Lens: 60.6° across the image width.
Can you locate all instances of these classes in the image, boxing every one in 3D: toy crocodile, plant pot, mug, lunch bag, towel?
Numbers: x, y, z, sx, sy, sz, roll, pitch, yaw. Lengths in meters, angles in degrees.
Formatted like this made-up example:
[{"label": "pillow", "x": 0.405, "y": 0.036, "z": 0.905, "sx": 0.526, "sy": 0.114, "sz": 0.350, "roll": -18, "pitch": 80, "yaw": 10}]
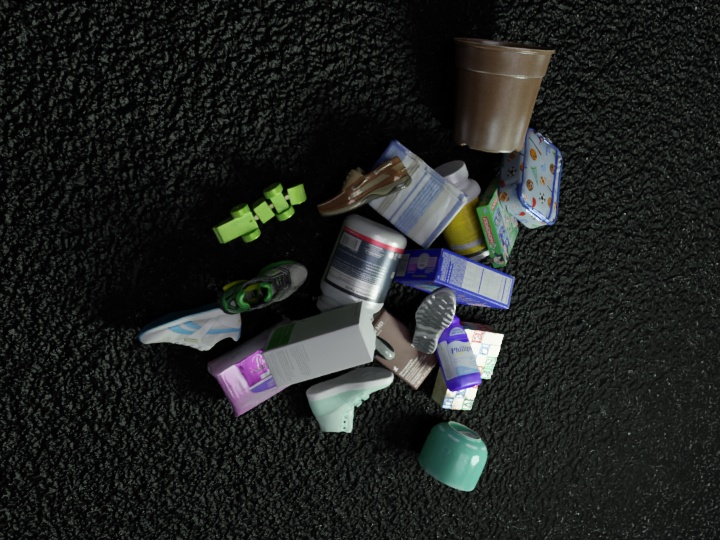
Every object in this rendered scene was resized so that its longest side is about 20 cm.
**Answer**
[{"label": "toy crocodile", "x": -0.195, "y": -0.116, "z": 1.204, "sx": 0.198, "sy": 0.062, "sz": 0.068, "roll": -32, "pitch": 115, "yaw": -4}, {"label": "plant pot", "x": 0.273, "y": -0.353, "z": 1.245, "sx": 0.197, "sy": 0.200, "sz": 0.201, "roll": -4, "pitch": 115, "yaw": -20}, {"label": "mug", "x": 0.229, "y": 0.435, "z": 1.500, "sx": 0.150, "sy": 0.185, "sz": 0.116, "roll": 23, "pitch": 96, "yaw": -1}, {"label": "lunch bag", "x": 0.378, "y": -0.203, "z": 1.346, "sx": 0.159, "sy": 0.075, "sz": 0.203, "roll": 27, "pitch": 67, "yaw": -32}, {"label": "towel", "x": 0.105, "y": -0.154, "z": 1.265, "sx": 0.199, "sy": 0.024, "sz": 0.147, "roll": 37, "pitch": 114, "yaw": -2}]

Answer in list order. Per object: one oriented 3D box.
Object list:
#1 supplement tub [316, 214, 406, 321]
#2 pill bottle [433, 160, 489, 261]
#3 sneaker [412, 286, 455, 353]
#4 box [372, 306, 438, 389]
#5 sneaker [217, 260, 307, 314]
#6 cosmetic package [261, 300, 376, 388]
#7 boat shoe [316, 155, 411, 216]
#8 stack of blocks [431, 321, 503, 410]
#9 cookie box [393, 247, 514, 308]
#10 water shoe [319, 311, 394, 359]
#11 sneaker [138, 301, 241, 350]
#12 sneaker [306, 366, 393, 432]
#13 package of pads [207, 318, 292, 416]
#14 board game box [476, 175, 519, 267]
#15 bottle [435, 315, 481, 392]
[{"label": "supplement tub", "x": 0.000, "y": 0.000, "z": 1.266, "sx": 0.139, "sy": 0.140, "sz": 0.203, "roll": 18, "pitch": 100, "yaw": -25}, {"label": "pill bottle", "x": 0.216, "y": -0.127, "z": 1.328, "sx": 0.110, "sy": 0.111, "sz": 0.202, "roll": -30, "pitch": 115, "yaw": -10}, {"label": "sneaker", "x": 0.153, "y": 0.089, "z": 1.296, "sx": 0.074, "sy": 0.083, "sz": 0.201, "roll": 22, "pitch": 142, "yaw": 3}, {"label": "box", "x": 0.079, "y": 0.169, "z": 1.389, "sx": 0.199, "sy": 0.075, "sz": 0.101, "roll": 39, "pitch": 90, "yaw": -25}, {"label": "sneaker", "x": -0.178, "y": 0.038, "z": 1.219, "sx": 0.199, "sy": 0.084, "sz": 0.079, "roll": -28, "pitch": 108, "yaw": -39}, {"label": "cosmetic package", "x": -0.076, "y": 0.142, "z": 1.182, "sx": 0.197, "sy": 0.108, "sz": 0.086, "roll": -19, "pitch": 108, "yaw": 10}, {"label": "boat shoe", "x": 0.003, "y": -0.170, "z": 1.237, "sx": 0.197, "sy": 0.076, "sz": 0.075, "roll": -21, "pitch": 98, "yaw": 11}, {"label": "stack of blocks", "x": 0.256, "y": 0.230, "z": 1.483, "sx": 0.113, "sy": 0.059, "sz": 0.203, "roll": 10, "pitch": 102, "yaw": -24}, {"label": "cookie box", "x": 0.200, "y": 0.018, "z": 1.328, "sx": 0.198, "sy": 0.171, "sz": 0.076, "roll": 20, "pitch": 82, "yaw": -26}, {"label": "water shoe", "x": -0.015, "y": 0.152, "z": 1.287, "sx": 0.080, "sy": 0.199, "sz": 0.071, "roll": -60, "pitch": 146, "yaw": -3}, {"label": "sneaker", "x": -0.330, "y": 0.119, "z": 1.208, "sx": 0.197, "sy": 0.076, "sz": 0.082, "roll": -12, "pitch": 103, "yaw": -18}, {"label": "sneaker", "x": -0.012, "y": 0.293, "z": 1.380, "sx": 0.197, "sy": 0.074, "sz": 0.120, "roll": -16, "pitch": 107, "yaw": 2}, {"label": "package of pads", "x": -0.205, "y": 0.199, "z": 1.283, "sx": 0.198, "sy": 0.076, "sz": 0.122, "roll": -29, "pitch": 114, "yaw": -11}, {"label": "board game box", "x": 0.299, "y": -0.110, "z": 1.328, "sx": 0.029, "sy": 0.200, "sz": 0.136, "roll": -12, "pitch": 110, "yaw": 28}, {"label": "bottle", "x": 0.207, "y": 0.167, "z": 1.387, "sx": 0.082, "sy": 0.065, "sz": 0.203, "roll": -3, "pitch": 68, "yaw": -33}]
